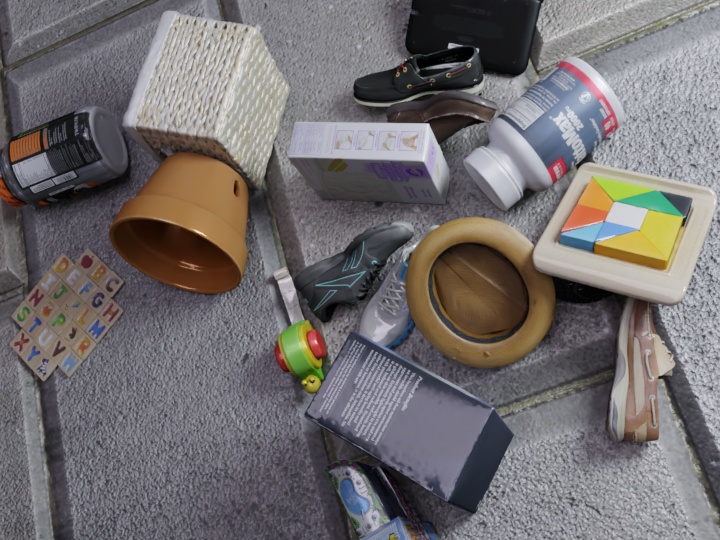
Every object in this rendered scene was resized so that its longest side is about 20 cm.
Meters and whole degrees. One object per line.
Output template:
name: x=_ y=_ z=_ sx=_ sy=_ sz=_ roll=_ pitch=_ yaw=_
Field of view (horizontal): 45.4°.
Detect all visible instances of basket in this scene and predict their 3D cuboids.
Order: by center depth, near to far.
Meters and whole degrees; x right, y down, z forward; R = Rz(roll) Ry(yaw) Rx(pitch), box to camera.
basket: x=-0.223 y=-0.251 z=1.303 sx=0.159 sy=0.198 sz=0.202 roll=10 pitch=74 yaw=16

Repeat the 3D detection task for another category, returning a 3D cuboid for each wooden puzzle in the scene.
wooden puzzle: x=0.330 y=-0.056 z=1.069 sx=0.183 sy=0.037 sz=0.201 roll=16 pitch=51 yaw=24

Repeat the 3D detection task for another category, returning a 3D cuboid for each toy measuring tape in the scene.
toy measuring tape: x=-0.096 y=0.078 z=1.215 sx=0.073 sy=0.074 sz=0.202 roll=-23 pitch=67 yaw=9

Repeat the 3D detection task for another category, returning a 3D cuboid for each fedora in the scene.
fedora: x=0.157 y=0.024 z=1.128 sx=0.198 sy=0.082 sz=0.203 roll=2 pitch=100 yaw=11

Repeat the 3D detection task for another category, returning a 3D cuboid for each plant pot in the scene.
plant pot: x=-0.248 y=-0.077 z=1.258 sx=0.198 sy=0.201 sz=0.141 roll=5 pitch=61 yaw=19

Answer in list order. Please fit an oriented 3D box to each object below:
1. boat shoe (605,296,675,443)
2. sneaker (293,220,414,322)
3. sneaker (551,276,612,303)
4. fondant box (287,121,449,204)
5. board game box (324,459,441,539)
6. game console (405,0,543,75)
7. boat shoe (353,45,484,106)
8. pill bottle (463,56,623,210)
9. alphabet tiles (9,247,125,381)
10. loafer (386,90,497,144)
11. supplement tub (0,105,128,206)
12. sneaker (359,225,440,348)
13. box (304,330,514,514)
boat shoe: x=0.348 y=0.113 z=1.061 sx=0.071 sy=0.076 sz=0.203 roll=7 pitch=83 yaw=16
sneaker: x=0.000 y=0.000 z=1.208 sx=0.199 sy=0.075 sz=0.080 roll=-32 pitch=75 yaw=26
sneaker: x=0.324 y=-0.019 z=1.119 sx=0.198 sy=0.076 sz=0.092 roll=-15 pitch=59 yaw=5
fondant box: x=0.015 y=-0.150 z=1.216 sx=0.197 sy=0.144 sz=0.059 roll=3 pitch=72 yaw=19
board game box: x=0.040 y=0.312 z=1.019 sx=0.061 sy=0.200 sz=0.201 roll=-32 pitch=66 yaw=6
game console: x=0.189 y=-0.402 z=1.315 sx=0.198 sy=0.116 sz=0.178 roll=17 pitch=108 yaw=23
boat shoe: x=0.082 y=-0.291 z=1.278 sx=0.199 sy=0.063 sz=0.074 roll=-5 pitch=46 yaw=15
pill bottle: x=0.243 y=-0.179 z=1.165 sx=0.200 sy=0.120 sz=0.120 roll=-41 pitch=65 yaw=2
alphabet tiles: x=-0.469 y=0.068 z=1.376 sx=0.166 sy=0.006 sz=0.201 roll=37 pitch=86 yaw=25
loafer: x=0.114 y=-0.206 z=1.223 sx=0.199 sy=0.072 sz=0.072 roll=1 pitch=84 yaw=53
supplement tub: x=-0.493 y=-0.181 z=1.405 sx=0.198 sy=0.123 sz=0.124 roll=-18 pitch=67 yaw=12
sneaker: x=0.058 y=0.018 z=1.178 sx=0.075 sy=0.087 sz=0.201 roll=33 pitch=85 yaw=23
box: x=0.068 y=0.189 z=1.053 sx=0.197 sy=0.200 sz=0.124 roll=27 pitch=81 yaw=23
